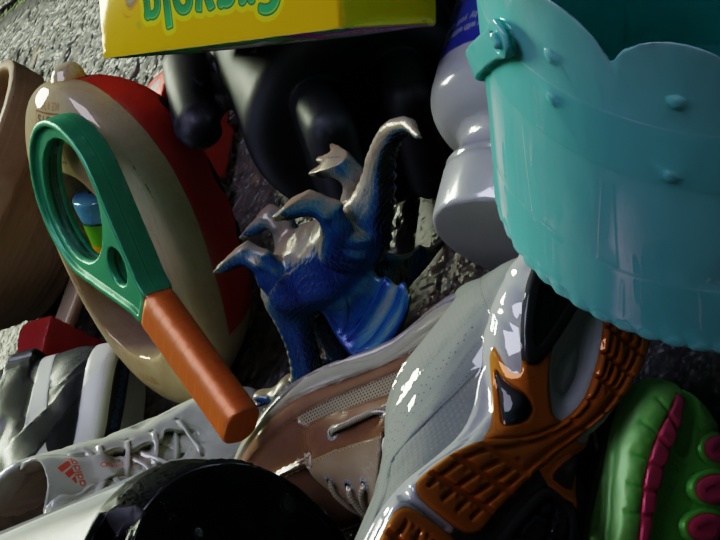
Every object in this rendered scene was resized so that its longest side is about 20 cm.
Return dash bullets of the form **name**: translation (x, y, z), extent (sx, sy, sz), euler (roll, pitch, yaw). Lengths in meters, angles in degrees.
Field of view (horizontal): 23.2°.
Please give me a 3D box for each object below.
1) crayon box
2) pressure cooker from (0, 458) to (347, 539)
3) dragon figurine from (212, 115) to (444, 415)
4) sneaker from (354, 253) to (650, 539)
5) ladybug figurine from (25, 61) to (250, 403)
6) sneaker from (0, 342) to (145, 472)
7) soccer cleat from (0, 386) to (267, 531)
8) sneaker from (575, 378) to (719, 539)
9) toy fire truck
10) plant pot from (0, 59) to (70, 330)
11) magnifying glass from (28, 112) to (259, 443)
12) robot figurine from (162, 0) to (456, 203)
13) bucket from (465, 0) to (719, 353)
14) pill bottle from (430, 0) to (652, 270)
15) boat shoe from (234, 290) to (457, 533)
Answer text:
- **crayon box**: translation (-0.053, -0.189, 0.798), extent (0.200, 0.058, 0.174), euler (3, 97, 53)
- **pressure cooker**: translation (-0.106, 0.184, 0.766), extent (0.200, 0.176, 0.179), euler (-25, 43, 37)
- **dragon figurine**: translation (0.000, 0.000, 0.816), extent (0.200, 0.099, 0.059), euler (-40, 12, 40)
- **sneaker**: translation (0.036, 0.078, 0.648), extent (0.092, 0.076, 0.200), euler (-21, 32, 56)
- **ladybug figurine**: translation (-0.115, -0.024, 0.950), extent (0.072, 0.201, 0.135), euler (-33, 30, -29)
- **sneaker**: translation (-0.192, 0.133, 0.984), extent (0.111, 0.073, 0.201), euler (-8, 46, 20)
- **soccer cleat**: translation (-0.127, 0.111, 0.875), extent (0.200, 0.078, 0.069), euler (-33, 41, -19)
- **sneaker**: translation (0.076, 0.136, 0.663), extent (0.084, 0.077, 0.201), euler (-8, 49, 58)
- **toy fire truck**: translation (-0.142, -0.026, 1.089), extent (0.141, 0.049, 0.201), euler (-27, 45, 42)
- **plant pot**: translation (-0.238, -0.030, 1.165), extent (0.201, 0.092, 0.201), euler (-47, 27, 33)
- **magnifying glass**: translation (-0.107, 0.002, 0.841), extent (0.200, 0.022, 0.080), euler (53, 146, 30)
- **robot figurine**: translation (-0.013, -0.112, 0.910), extent (0.125, 0.150, 0.200), euler (-62, 30, 28)
- **bucket**: translation (0.134, -0.080, 0.607), extent (0.208, 0.206, 0.135), euler (-102, 8, -46)
- **pill bottle**: translation (0.094, -0.101, 0.773), extent (0.112, 0.112, 0.201), euler (-9, 58, 50)
- **boat shoe**: translation (0.012, 0.079, 0.777), extent (0.200, 0.076, 0.072), euler (-39, 34, 31)
